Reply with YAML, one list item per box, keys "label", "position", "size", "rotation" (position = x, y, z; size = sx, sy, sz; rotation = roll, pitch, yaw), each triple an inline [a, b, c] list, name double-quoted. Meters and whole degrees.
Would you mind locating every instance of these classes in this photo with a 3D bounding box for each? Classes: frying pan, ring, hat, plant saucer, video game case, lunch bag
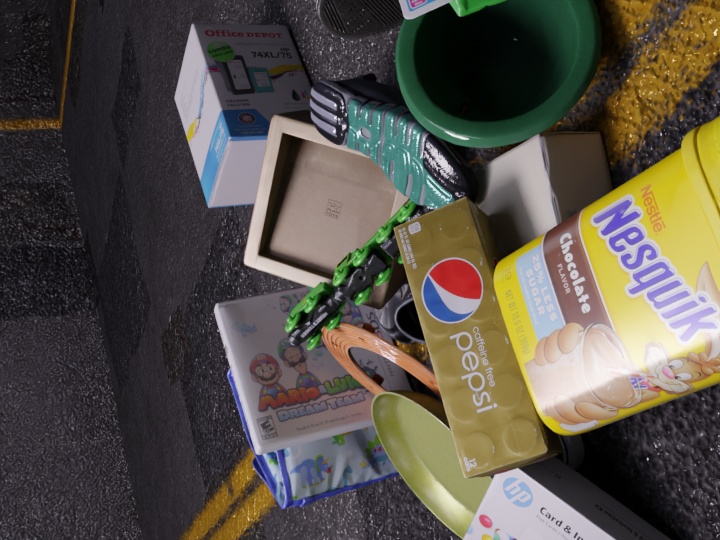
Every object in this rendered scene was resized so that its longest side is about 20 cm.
- label: "frying pan"
  position: [0.055, 0.052, 0.935]
  size: [0.191, 0.030, 0.116]
  rotation: [-119, 34, -42]
- label: "ring"
  position: [0.044, 0.112, 0.851]
  size: [0.199, 0.019, 0.201]
  rotation: [33, 161, 13]
- label: "hat"
  position: [0.128, -0.161, 0.733]
  size: [0.176, 0.163, 0.203]
  rotation: [45, -151, -62]
- label: "plant saucer"
  position: [0.088, 0.193, 0.826]
  size: [0.199, 0.031, 0.202]
  rotation: [40, 153, 26]
- label: "video game case"
  position: [-0.052, 0.102, 0.964]
  size: [0.024, 0.197, 0.184]
  rotation: [116, 138, -53]
- label: "lunch bag"
  position: [-0.050, 0.174, 1.010]
  size: [0.202, 0.167, 0.128]
  rotation: [64, 148, 29]

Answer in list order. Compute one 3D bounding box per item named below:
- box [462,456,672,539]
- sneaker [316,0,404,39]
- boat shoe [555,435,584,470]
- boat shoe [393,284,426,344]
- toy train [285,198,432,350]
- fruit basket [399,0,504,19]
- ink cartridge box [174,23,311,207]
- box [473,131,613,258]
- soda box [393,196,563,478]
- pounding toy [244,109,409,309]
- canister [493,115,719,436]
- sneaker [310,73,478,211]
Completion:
- label: "box"
  position: [0.159, 0.257, 0.697]
  size: [0.155, 0.041, 0.202]
  rotation: [34, 129, 22]
- label: "sneaker"
  position: [0.038, -0.295, 0.759]
  size: [0.084, 0.198, 0.121]
  rotation: [53, -173, -31]
- label: "boat shoe"
  position: [0.126, 0.098, 0.758]
  size: [0.201, 0.070, 0.073]
  rotation: [60, 145, 37]
- label: "boat shoe"
  position: [0.116, 0.039, 0.713]
  size: [0.197, 0.062, 0.076]
  rotation: [1, 107, 34]
- label: "toy train"
  position: [0.000, 0.000, 0.788]
  size: [0.200, 0.042, 0.057]
  rotation: [-44, 16, 23]
- label: "fruit basket"
  position: [0.093, -0.310, 0.638]
  size: [0.094, 0.182, 0.204]
  rotation: [42, -148, -76]
- label: "ink cartridge box"
  position: [-0.155, -0.215, 1.152]
  size: [0.202, 0.144, 0.147]
  rotation: [68, 149, 26]
- label: "box"
  position: [0.127, -0.050, 0.727]
  size: [0.199, 0.067, 0.084]
  rotation: [-22, 76, 61]
- label: "soda box"
  position: [0.091, 0.052, 0.646]
  size: [0.067, 0.064, 0.203]
  rotation: [-22, 72, 19]
- label: "pounding toy"
  position: [-0.032, -0.056, 0.891]
  size: [0.142, 0.181, 0.203]
  rotation: [-40, -34, -70]
- label: "canister"
  position: [0.192, 0.014, 0.551]
  size: [0.199, 0.085, 0.151]
  rotation: [-36, 65, 45]
- label: "sneaker"
  position: [0.045, -0.129, 0.751]
  size: [0.199, 0.087, 0.075]
  rotation: [39, 141, 29]
